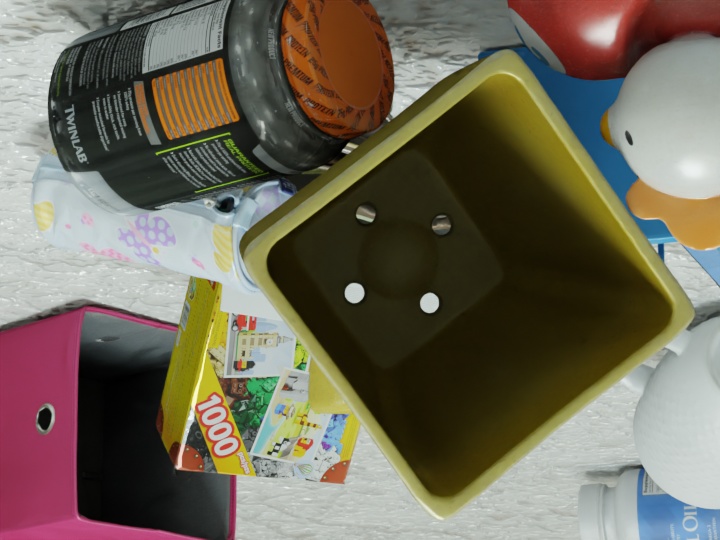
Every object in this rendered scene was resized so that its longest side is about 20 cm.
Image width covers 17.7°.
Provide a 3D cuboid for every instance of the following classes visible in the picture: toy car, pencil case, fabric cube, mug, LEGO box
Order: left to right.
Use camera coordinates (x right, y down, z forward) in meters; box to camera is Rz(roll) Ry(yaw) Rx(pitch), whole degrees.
[{"bbox_3d":[-0.251,0.160,2.139,0.199,0.198,0.199,-14,158,41],"label":"fabric cube"},{"bbox_3d":[-0.138,-0.040,1.622,0.199,0.084,0.091,12,177,35],"label":"pencil case"},{"bbox_3d":[-0.066,0.060,1.836,0.148,0.201,0.077,6,-158,-21],"label":"LEGO box"},{"bbox_3d":[0.172,-0.109,1.324,0.176,0.201,0.184,-5,161,14],"label":"toy car"},{"bbox_3d":[0.314,0.106,2.110,0.199,0.148,0.176,29,155,8],"label":"mug"}]

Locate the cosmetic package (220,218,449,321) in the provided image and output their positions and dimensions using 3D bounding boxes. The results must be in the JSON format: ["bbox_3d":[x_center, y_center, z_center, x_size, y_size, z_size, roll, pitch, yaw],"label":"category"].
[{"bbox_3d":[0.000,0.000,1.700,0.199,0.083,0.051,10,-158,10],"label":"cosmetic package"}]

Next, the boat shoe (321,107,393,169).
[{"bbox_3d":[-0.075,-0.100,1.567,0.198,0.060,0.072,3,162,-12],"label":"boat shoe"}]

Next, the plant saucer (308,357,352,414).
[{"bbox_3d":[0.065,0.031,1.775,0.198,0.201,0.049,1,-156,-8],"label":"plant saucer"}]

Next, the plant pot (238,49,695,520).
[{"bbox_3d":[0.044,-0.001,1.385,0.195,0.195,0.200,-37,-168,-6],"label":"plant pot"}]

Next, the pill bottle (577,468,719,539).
[{"bbox_3d":[0.355,0.282,2.658,0.199,0.113,0.112,-6,161,16],"label":"pill bottle"}]

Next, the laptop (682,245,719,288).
[{"bbox_3d":[0.291,-0.021,1.716,0.186,0.117,0.200,-16,-170,38],"label":"laptop"}]

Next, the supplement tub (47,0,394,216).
[{"bbox_3d":[-0.086,-0.111,1.435,0.199,0.123,0.122,-12,159,32],"label":"supplement tub"}]

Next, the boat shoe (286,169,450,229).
[{"bbox_3d":[0.001,-0.068,1.680,0.198,0.072,0.076,8,176,-1],"label":"boat shoe"}]

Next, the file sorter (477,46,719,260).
[{"bbox_3d":[0.190,-0.073,1.542,0.198,0.140,0.123,-5,165,15],"label":"file sorter"}]
